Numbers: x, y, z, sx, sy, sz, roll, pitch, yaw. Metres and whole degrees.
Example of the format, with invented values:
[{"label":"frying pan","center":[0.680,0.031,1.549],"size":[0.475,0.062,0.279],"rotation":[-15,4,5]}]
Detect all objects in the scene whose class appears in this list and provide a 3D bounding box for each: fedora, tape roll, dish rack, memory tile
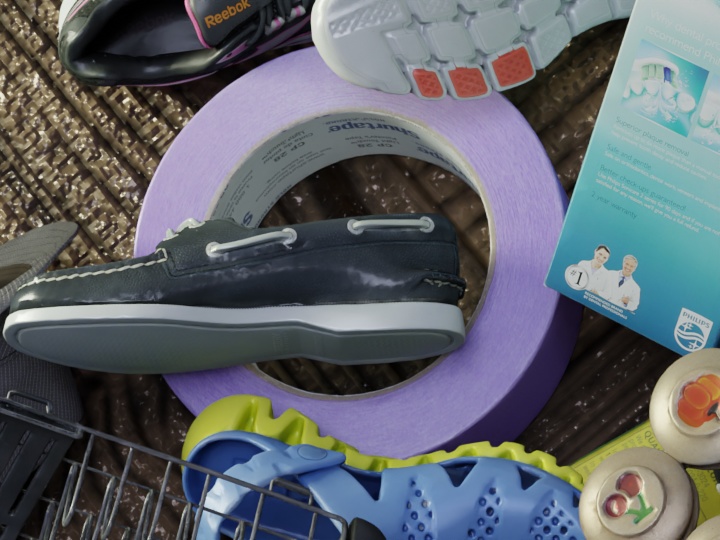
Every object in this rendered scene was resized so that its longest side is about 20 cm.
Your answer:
[{"label":"fedora","center":[-0.197,0.064,1.333],"size":[0.199,0.177,0.091],"rotation":[-30,101,-18]},{"label":"tape roll","center":[0.000,0.000,1.338],"size":[0.199,0.066,0.201],"rotation":[-4,74,12]},{"label":"dish rack","center":[-0.096,0.127,1.184],"size":[0.199,0.154,0.055],"rotation":[21,43,-12]},{"label":"memory tile","center":[0.131,0.139,1.158],"size":[0.153,0.017,0.200],"rotation":[35,87,33]}]

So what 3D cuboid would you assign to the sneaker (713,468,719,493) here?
[{"label":"sneaker","center":[0.209,0.005,1.218],"size":[0.200,0.073,0.112],"rotation":[-34,89,-4]}]

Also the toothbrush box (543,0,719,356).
[{"label":"toothbrush box","center":[0.166,-0.084,1.234],"size":[0.085,0.146,0.201],"rotation":[26,122,18]}]

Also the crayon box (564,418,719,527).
[{"label":"crayon box","center":[0.184,0.107,1.273],"size":[0.199,0.051,0.127],"rotation":[-29,70,4]}]

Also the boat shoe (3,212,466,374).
[{"label":"boat shoe","center":[-0.054,0.007,1.268],"size":[0.199,0.076,0.061],"rotation":[1,71,-10]}]

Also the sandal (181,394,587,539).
[{"label":"sandal","center":[0.010,0.112,1.237],"size":[0.199,0.087,0.080],"rotation":[7,111,13]}]

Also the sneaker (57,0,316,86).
[{"label":"sneaker","center":[-0.051,-0.126,1.364],"size":[0.199,0.086,0.081],"rotation":[-25,103,11]}]

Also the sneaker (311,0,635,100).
[{"label":"sneaker","center":[0.060,-0.124,1.331],"size":[0.199,0.082,0.078],"rotation":[-16,101,-25]}]
